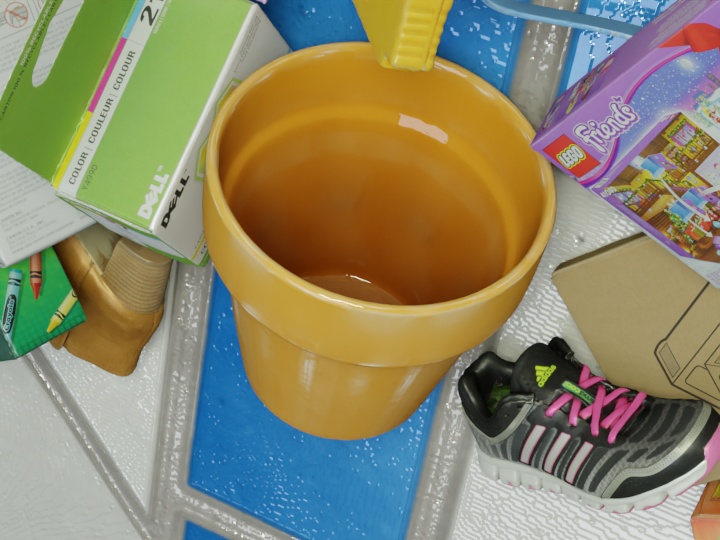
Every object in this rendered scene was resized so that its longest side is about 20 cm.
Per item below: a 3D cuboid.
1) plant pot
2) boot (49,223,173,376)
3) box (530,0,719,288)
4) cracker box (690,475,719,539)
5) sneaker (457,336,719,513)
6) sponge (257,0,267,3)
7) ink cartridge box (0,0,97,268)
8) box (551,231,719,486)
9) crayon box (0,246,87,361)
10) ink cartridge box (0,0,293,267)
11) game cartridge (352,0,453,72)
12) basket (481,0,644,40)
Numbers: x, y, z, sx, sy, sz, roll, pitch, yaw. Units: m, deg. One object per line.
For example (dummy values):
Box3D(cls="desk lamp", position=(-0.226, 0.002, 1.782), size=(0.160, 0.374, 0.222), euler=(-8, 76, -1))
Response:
Box3D(cls="plant pot", position=(0.000, 0.000, 0.953), size=(0.199, 0.201, 0.184), euler=(28, 142, 12))
Box3D(cls="boot", position=(-0.219, -0.022, 1.125), size=(0.201, 0.071, 0.144), euler=(43, 136, 10))
Box3D(cls="box", position=(0.188, -0.070, 0.798), size=(0.136, 0.039, 0.200), euler=(36, 154, -9))
Box3D(cls="cracker box", position=(0.291, 0.224, 0.986), size=(0.133, 0.058, 0.202), euler=(-3, 113, 31))
Box3D(cls="sneaker", position=(0.129, 0.087, 0.961), size=(0.199, 0.074, 0.088), euler=(0, 128, 53))
Box3D(cls="sponge", position=(-0.121, -0.244, 0.896), size=(0.198, 0.030, 0.112), euler=(25, 123, 1))
Box3D(cls="ink cartridge box", position=(-0.196, -0.127, 0.995), size=(0.057, 0.162, 0.202), euler=(6, 121, 60))
Box3D(cls="box", position=(0.233, 0.037, 0.938), size=(0.199, 0.021, 0.165), euler=(-22, 103, 35))
Box3D(cls="crayon box", position=(-0.265, 0.000, 1.107), size=(0.120, 0.058, 0.199), euler=(64, 155, -7))
Box3D(cls="ink cartridge box", position=(-0.118, -0.099, 0.908), size=(0.075, 0.200, 0.149), euler=(23, 84, 14))
Box3D(cls="game cartridge", position=(0.030, -0.225, 0.825), size=(0.032, 0.177, 0.202), euler=(3, 126, -16))
Box3D(cls="basket", position=(0.144, -0.206, 0.779), size=(0.174, 0.139, 0.202), euler=(16, 125, 20))
